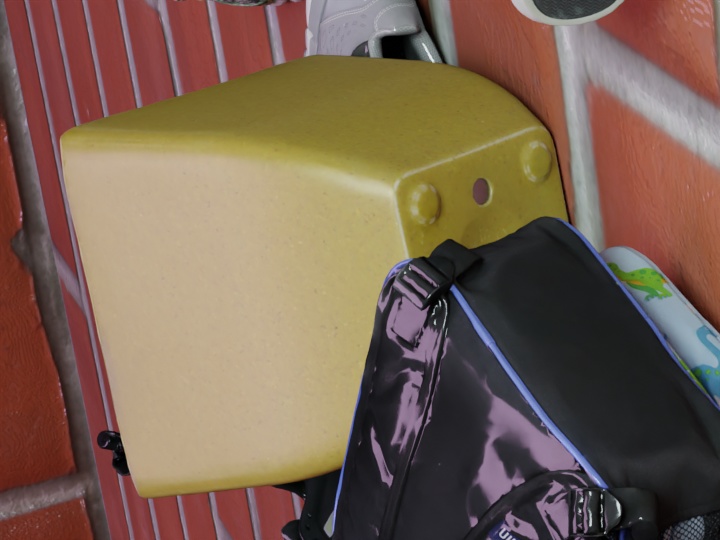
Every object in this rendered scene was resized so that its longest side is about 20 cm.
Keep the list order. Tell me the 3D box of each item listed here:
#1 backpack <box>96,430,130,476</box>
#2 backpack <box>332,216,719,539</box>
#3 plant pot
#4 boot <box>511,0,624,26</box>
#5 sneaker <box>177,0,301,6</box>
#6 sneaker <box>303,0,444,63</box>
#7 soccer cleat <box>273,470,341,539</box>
[{"bbox_3d":[-0.059,0.043,1.886,0.191,0.199,0.155,127,142,-70],"label":"backpack"},{"bbox_3d":[0.085,0.100,1.288,0.183,0.147,0.200,51,140,34],"label":"backpack"},{"bbox_3d":[0.000,0.000,1.500,0.200,0.194,0.196,0,105,47],"label":"plant pot"},{"bbox_3d":[0.075,-0.213,1.234,0.144,0.072,0.201,-124,31,-59],"label":"boot"},{"bbox_3d":[-0.088,-0.200,1.919,0.200,0.088,0.077,-174,70,-77],"label":"sneaker"},{"bbox_3d":[0.008,-0.077,1.669,0.200,0.075,0.116,89,160,-44],"label":"sneaker"},{"bbox_3d":[-0.006,0.198,2.013,0.068,0.081,0.200,90,162,-48],"label":"soccer cleat"}]
